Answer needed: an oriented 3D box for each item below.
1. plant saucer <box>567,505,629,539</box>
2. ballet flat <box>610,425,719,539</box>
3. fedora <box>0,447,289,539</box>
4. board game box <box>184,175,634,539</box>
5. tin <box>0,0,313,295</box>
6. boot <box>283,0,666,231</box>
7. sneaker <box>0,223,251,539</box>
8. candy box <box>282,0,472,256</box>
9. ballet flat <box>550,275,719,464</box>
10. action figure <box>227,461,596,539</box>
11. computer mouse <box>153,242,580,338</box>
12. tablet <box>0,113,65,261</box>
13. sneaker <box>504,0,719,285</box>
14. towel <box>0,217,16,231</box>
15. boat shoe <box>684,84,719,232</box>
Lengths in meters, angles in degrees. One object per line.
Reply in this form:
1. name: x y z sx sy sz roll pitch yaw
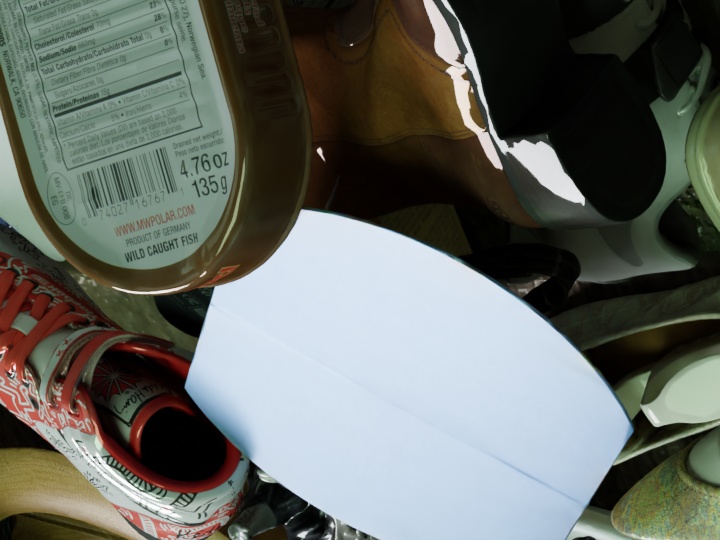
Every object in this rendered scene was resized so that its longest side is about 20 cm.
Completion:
1. plant saucer: 0.108 0.164 1.201 0.200 0.050 0.200 17 136 17
2. ballet flat: 0.191 0.077 1.058 0.200 0.071 0.071 0 130 29
3. fedora: -0.099 0.137 1.279 0.200 0.082 0.201 18 137 18
4. board game box: 0.021 0.035 0.988 0.158 0.039 0.200 28 147 4
5. tin: -0.081 -0.090 0.919 0.112 0.042 0.201 -15 91 32
6. boot: -0.003 -0.095 0.935 0.200 0.069 0.188 2 135 52
7. sneaker: -0.124 0.030 1.096 0.201 0.067 0.108 43 162 2
8. candy box: -0.034 -0.046 1.081 0.115 0.055 0.200 1 130 33
9. ballet flat: 0.114 0.043 1.070 0.200 0.062 0.067 -28 104 45
10. action figure: -0.002 0.103 1.123 0.200 0.102 0.119 3 112 46
11. computer mouse: 0.000 0.000 1.030 0.200 0.034 0.059 -3 146 35
12. tablet: -0.179 -0.101 1.079 0.200 0.014 0.130 37 136 8
13. sneaker: 0.097 -0.079 0.968 0.088 0.074 0.200 3 133 8
14. towel: -0.207 -0.032 1.210 0.112 0.049 0.200 33 140 1
15. boat shoe: 0.204 -0.003 0.951 0.200 0.072 0.065 39 162 -14
